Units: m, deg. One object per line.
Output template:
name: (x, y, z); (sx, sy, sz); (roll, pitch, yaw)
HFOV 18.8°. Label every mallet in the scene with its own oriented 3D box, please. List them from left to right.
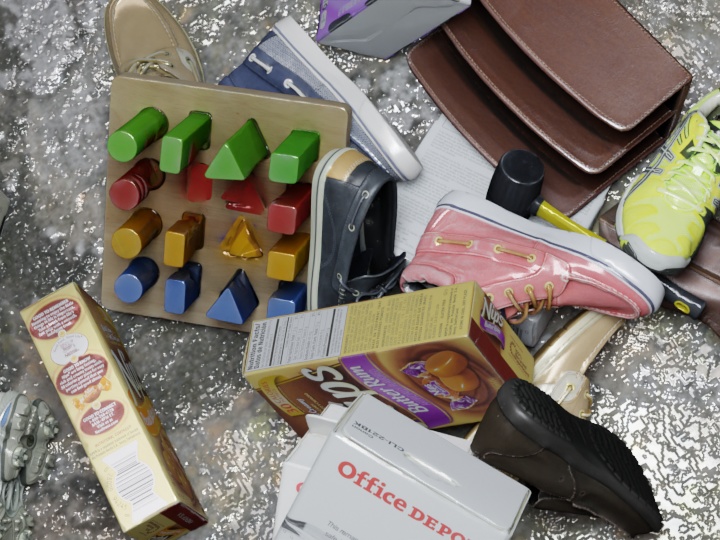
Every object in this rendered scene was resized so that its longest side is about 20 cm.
mallet: (0.183, -0.016, 1.724); (0.199, 0.066, 0.041); (38, 55, 6)

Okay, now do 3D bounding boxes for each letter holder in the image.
letter holder: (0.145, -0.162, 1.758); (0.142, 0.101, 0.200); (-38, 73, -16)

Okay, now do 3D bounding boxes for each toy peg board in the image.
toy peg board: (-0.120, -0.040, 1.739); (0.198, 0.098, 0.201); (9, 108, 10)

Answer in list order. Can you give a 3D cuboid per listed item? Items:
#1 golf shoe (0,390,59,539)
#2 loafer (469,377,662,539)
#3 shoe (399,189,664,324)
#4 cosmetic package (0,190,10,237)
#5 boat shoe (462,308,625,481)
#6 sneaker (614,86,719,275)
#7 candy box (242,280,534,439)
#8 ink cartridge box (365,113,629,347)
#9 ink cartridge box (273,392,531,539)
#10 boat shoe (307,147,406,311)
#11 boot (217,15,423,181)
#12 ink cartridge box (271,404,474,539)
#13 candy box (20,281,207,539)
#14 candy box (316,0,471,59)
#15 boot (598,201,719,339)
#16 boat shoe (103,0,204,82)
golf shoe: (-0.317, 0.196, 1.778); (0.096, 0.078, 0.202); (7, 71, 27)
loafer: (0.157, 0.153, 1.676); (0.071, 0.200, 0.073); (-40, 33, 20)
shoe: (0.131, 0.014, 1.691); (0.199, 0.072, 0.091); (23, 66, 21)
cosmetic package: (-0.410, -0.044, 1.830); (0.198, 0.087, 0.104); (14, 80, 10)
boat shoe: (0.149, 0.109, 1.730); (0.069, 0.074, 0.200); (42, 86, 2)
sneaker: (0.257, -0.079, 1.709); (0.075, 0.077, 0.201); (26, 50, 4)
candy box: (0.022, 0.076, 1.691); (0.198, 0.117, 0.057); (-10, 51, 28)
ink cartridge box: (0.116, -0.057, 1.793); (0.162, 0.057, 0.201); (26, 61, 13)
ink cartridge box: (0.011, 0.211, 1.537); (0.144, 0.084, 0.201); (30, 114, 5)
boat shoe: (0.000, 0.000, 1.722); (0.062, 0.202, 0.074); (19, 35, 30)
boot: (-0.034, -0.119, 1.798); (0.090, 0.073, 0.200); (-43, 55, 2)
ink cartridge box: (0.007, 0.204, 1.650); (0.127, 0.125, 0.202); (14, 110, 11)
candy box: (-0.197, 0.118, 1.746); (0.055, 0.115, 0.201); (-27, 75, 0)
candy box: (0.036, -0.295, 1.782); (0.071, 0.168, 0.202); (12, 75, -22)
boot: (0.261, 0.041, 1.732); (0.199, 0.064, 0.187); (26, 78, 14)
boat shoe: (-0.167, -0.155, 1.834); (0.072, 0.065, 0.201); (-23, 75, 2)
